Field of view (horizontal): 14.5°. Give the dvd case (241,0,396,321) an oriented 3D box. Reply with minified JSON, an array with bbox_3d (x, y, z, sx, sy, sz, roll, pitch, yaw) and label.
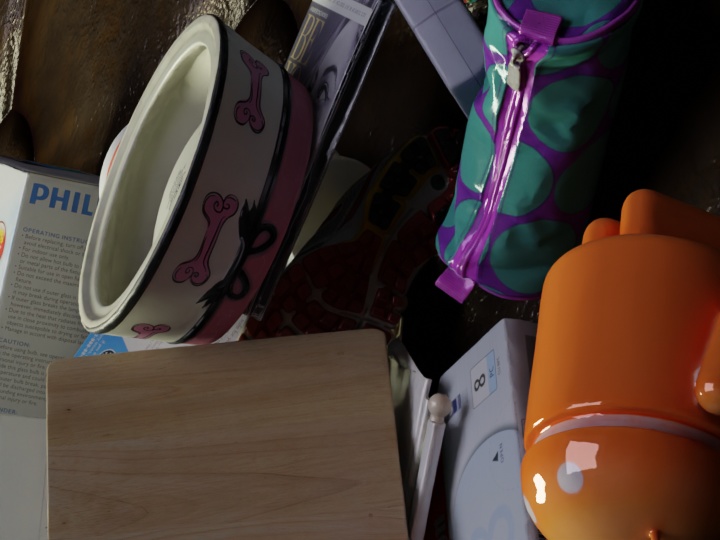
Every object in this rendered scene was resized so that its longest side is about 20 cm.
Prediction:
[{"bbox_3d":[-0.040,-0.078,1.702,0.201,0.016,0.149,-66,16,5],"label":"dvd case"}]

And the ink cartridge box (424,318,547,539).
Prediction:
[{"bbox_3d":[0.055,0.144,1.614,0.200,0.047,0.161,-44,41,45],"label":"ink cartridge box"}]

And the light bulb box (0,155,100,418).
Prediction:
[{"bbox_3d":[-0.252,0.020,2.181,0.198,0.124,0.201,17,95,63],"label":"light bulb box"}]

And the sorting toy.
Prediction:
[{"bbox_3d":[-0.075,0.138,1.615,0.070,0.199,0.199,85,179,-48],"label":"sorting toy"}]

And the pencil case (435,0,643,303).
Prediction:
[{"bbox_3d":[0.093,-0.078,1.537,0.085,0.092,0.201,32,137,23],"label":"pencil case"}]

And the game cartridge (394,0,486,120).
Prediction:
[{"bbox_3d":[0.039,-0.158,1.647,0.040,0.133,0.200,-34,57,8],"label":"game cartridge"}]

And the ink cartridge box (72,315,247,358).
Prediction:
[{"bbox_3d":[-0.078,0.073,1.783,0.199,0.068,0.116,24,73,38],"label":"ink cartridge box"}]

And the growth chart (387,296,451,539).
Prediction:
[{"bbox_3d":[0.020,0.109,1.672,0.200,0.018,0.146,-115,35,-71],"label":"growth chart"}]

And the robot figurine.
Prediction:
[{"bbox_3d":[0.140,0.062,1.392,0.143,0.117,0.201,-5,60,25],"label":"robot figurine"}]

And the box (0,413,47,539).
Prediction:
[{"bbox_3d":[-0.180,0.220,1.735,0.199,0.130,0.201,112,163,-60],"label":"box"}]

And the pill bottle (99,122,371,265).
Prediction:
[{"bbox_3d":[-0.075,-0.044,1.861,0.200,0.112,0.113,14,91,51],"label":"pill bottle"}]

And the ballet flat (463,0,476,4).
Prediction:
[{"bbox_3d":[0.083,-0.237,1.705,0.200,0.064,0.076,-50,35,44],"label":"ballet flat"}]

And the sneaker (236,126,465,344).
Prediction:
[{"bbox_3d":[0.000,0.000,1.716,0.200,0.078,0.082,-46,10,-7],"label":"sneaker"}]

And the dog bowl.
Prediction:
[{"bbox_3d":[-0.095,-0.046,1.679,0.200,0.073,0.201,-55,22,35],"label":"dog bowl"}]
